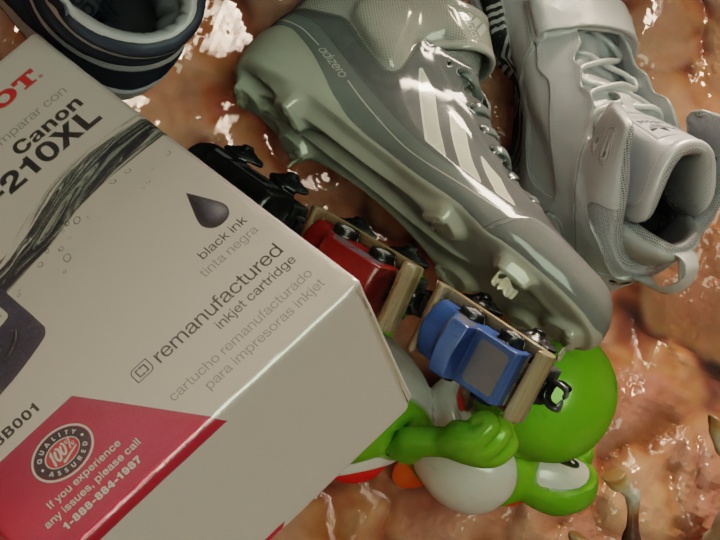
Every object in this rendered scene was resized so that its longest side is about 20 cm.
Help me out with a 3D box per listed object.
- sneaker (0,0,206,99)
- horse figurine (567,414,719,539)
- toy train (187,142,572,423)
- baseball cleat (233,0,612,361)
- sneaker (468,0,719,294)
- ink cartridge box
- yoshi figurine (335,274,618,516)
[{"bbox_3d":[-0.142,-0.147,0.716,0.200,0.108,0.070,40,76,-14],"label":"sneaker"},{"bbox_3d":[0.151,0.135,0.833,0.199,0.050,0.133,-26,123,-27],"label":"horse figurine"},{"bbox_3d":[0.000,0.000,0.730,0.046,0.200,0.034,10,110,-58],"label":"toy train"},{"bbox_3d":[0.042,-0.055,0.766,0.200,0.070,0.106,39,70,15],"label":"baseball cleat"},{"bbox_3d":[0.107,-0.082,0.795,0.075,0.115,0.201,-1,90,-30],"label":"sneaker"},{"bbox_3d":[-0.104,0.023,0.676,0.145,0.200,0.084,-43,144,-14],"label":"ink cartridge box"},{"bbox_3d":[0.025,0.044,0.775,0.199,0.112,0.113,18,77,-21],"label":"yoshi figurine"}]
